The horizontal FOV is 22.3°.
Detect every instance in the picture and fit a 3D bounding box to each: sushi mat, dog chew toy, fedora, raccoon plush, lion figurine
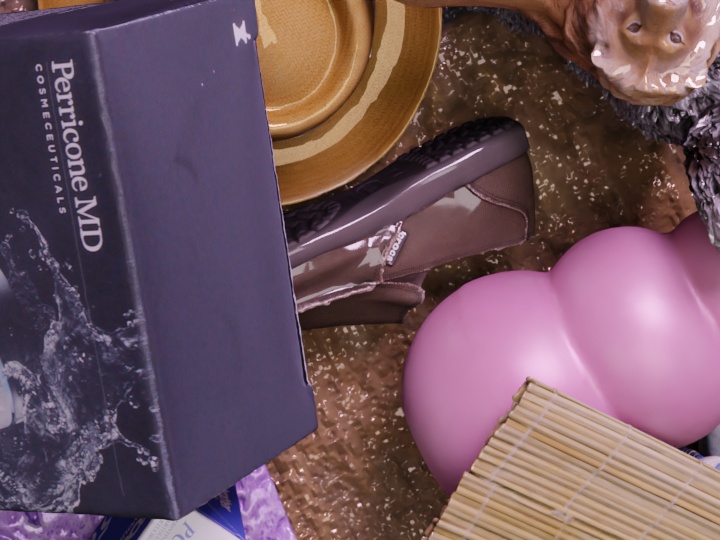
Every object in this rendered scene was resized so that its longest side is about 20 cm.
[{"bbox_3d":[0.127,0.123,0.825,0.200,0.012,0.096,26,108,-23],"label":"sushi mat"},{"bbox_3d":[0.121,0.038,0.851,0.200,0.125,0.125,-29,104,13],"label":"dog chew toy"},{"bbox_3d":[-0.052,-0.122,0.828,0.200,0.082,0.201,-1,101,-7],"label":"fedora"},{"bbox_3d":[0.112,-0.102,0.811,0.134,0.200,0.097,9,127,-10],"label":"raccoon plush"},{"bbox_3d":[0.064,-0.138,0.778,0.200,0.072,0.123,10,84,28],"label":"lion figurine"}]

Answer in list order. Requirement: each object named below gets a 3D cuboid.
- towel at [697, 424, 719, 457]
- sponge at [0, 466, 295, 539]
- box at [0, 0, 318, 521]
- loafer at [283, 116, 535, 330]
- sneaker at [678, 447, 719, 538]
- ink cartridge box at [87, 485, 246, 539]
[{"bbox_3d":[0.254,0.068,0.927,0.171,0.048,0.201,-8,102,-2],"label":"towel"},{"bbox_3d":[-0.133,0.147,0.893,0.200,0.030,0.112,-21,104,-3],"label":"sponge"},{"bbox_3d":[-0.141,-0.009,0.778,0.200,0.117,0.197,-1,104,30],"label":"box"},{"bbox_3d":[0.000,0.000,0.865,0.200,0.073,0.071,-27,104,0],"label":"loafer"},{"bbox_3d":[0.142,0.171,0.922,0.077,0.085,0.200,-9,120,-43],"label":"sneaker"},{"bbox_3d":[-0.128,0.176,0.829,0.044,0.094,0.200,35,96,-13],"label":"ink cartridge box"}]
